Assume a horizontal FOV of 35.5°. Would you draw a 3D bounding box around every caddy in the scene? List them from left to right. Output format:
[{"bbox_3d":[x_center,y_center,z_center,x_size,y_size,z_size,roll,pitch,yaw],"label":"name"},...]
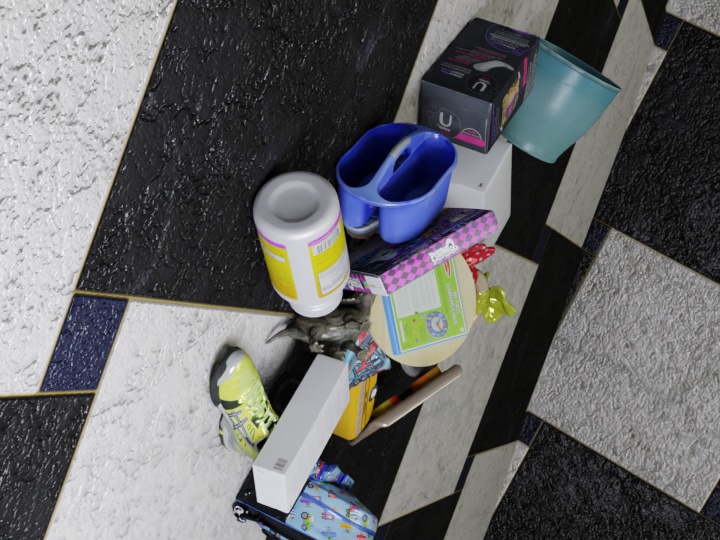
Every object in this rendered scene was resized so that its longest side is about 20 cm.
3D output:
[{"bbox_3d":[0.049,-0.131,1.551,0.200,0.141,0.105,-51,154,-43],"label":"caddy"}]

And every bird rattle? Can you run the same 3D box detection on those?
[{"bbox_3d":[0.177,0.039,1.883,0.163,0.113,0.200,-50,147,-12],"label":"bird rattle"}]

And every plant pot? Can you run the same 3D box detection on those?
[{"bbox_3d":[0.359,-0.316,2.140,0.188,0.200,0.200,-59,164,19],"label":"plant pot"}]

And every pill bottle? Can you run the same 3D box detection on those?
[{"bbox_3d":[-0.069,-0.025,1.403,0.104,0.104,0.200,-58,158,-28],"label":"pill bottle"}]

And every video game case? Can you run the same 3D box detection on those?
[{"bbox_3d":[0.066,-0.030,1.571,0.200,0.181,0.036,-30,106,-24],"label":"video game case"}]

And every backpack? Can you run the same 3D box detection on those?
[{"bbox_3d":[-0.062,0.353,1.660,0.135,0.200,0.183,-63,159,-15],"label":"backpack"}]

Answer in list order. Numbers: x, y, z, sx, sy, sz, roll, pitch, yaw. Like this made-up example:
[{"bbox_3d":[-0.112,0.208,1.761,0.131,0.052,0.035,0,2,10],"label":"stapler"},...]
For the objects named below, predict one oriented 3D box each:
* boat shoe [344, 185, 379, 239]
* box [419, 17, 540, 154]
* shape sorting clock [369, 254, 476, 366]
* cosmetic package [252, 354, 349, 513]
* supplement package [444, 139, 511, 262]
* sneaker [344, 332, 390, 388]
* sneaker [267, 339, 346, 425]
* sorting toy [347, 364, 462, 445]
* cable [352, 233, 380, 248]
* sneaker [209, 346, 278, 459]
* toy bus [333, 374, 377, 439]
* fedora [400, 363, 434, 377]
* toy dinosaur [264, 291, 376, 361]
[{"bbox_3d":[0.035,-0.099,1.650,0.200,0.072,0.072,-51,155,-42],"label":"boat shoe"},{"bbox_3d":[0.190,-0.294,1.784,0.200,0.122,0.106,-52,155,-38],"label":"box"},{"bbox_3d":[0.090,0.044,1.697,0.039,0.200,0.200,1,-116,64],"label":"shape sorting clock"},{"bbox_3d":[-0.076,0.211,1.479,0.083,0.051,0.200,87,25,-43],"label":"cosmetic package"},{"bbox_3d":[0.184,-0.132,1.935,0.120,0.121,0.200,-58,159,-27],"label":"supplement package"},{"bbox_3d":[0.001,0.141,1.695,0.200,0.095,0.079,-63,-162,-1],"label":"sneaker"},{"bbox_3d":[-0.074,0.144,1.632,0.200,0.076,0.091,-55,168,-24],"label":"sneaker"},{"bbox_3d":[0.070,0.228,1.945,0.185,0.037,0.200,-32,175,-23],"label":"sorting toy"},{"bbox_3d":[0.000,0.000,1.730,0.200,0.050,0.097,86,26,-72],"label":"cable"},{"bbox_3d":[-0.141,0.172,1.452,0.075,0.076,0.200,-54,154,-33],"label":"sneaker"},{"bbox_3d":[-0.015,0.172,1.804,0.078,0.065,0.200,-47,151,-44],"label":"toy bus"},{"bbox_3d":[0.082,0.084,1.932,0.177,0.090,0.200,-66,155,-13],"label":"fedora"},{"bbox_3d":[-0.046,0.082,1.581,0.200,0.102,0.077,-21,123,-20],"label":"toy dinosaur"}]
